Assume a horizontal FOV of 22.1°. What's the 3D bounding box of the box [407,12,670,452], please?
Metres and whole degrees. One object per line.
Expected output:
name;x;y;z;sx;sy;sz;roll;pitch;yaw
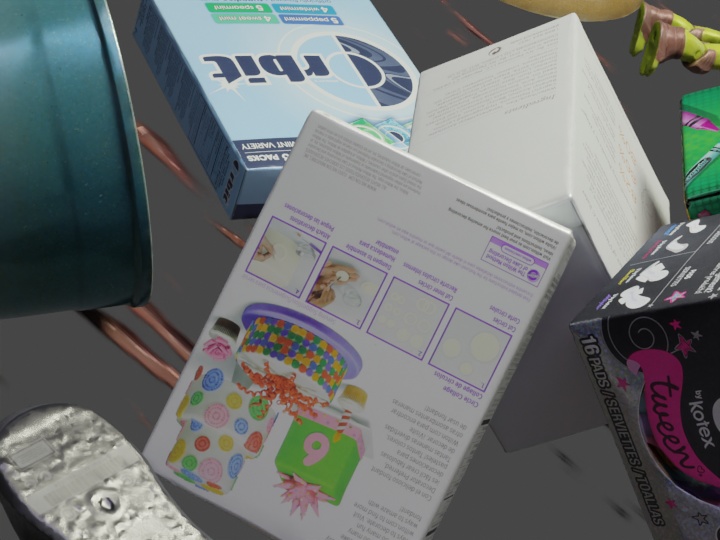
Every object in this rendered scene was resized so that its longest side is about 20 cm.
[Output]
box;0.104;-0.024;1.065;0.106;0.152;0.200;-19;31;21

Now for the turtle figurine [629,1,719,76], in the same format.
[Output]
turtle figurine;0.294;-0.158;1.414;0.161;0.064;0.200;12;37;-11

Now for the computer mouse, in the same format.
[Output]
computer mouse;-0.122;0.156;0.851;0.200;0.046;0.140;40;45;17

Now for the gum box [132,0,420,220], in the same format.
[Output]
gum box;-0.039;-0.115;1.224;0.170;0.045;0.200;-3;43;-28

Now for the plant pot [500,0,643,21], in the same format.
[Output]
plant pot;0.146;-0.272;1.522;0.200;0.028;0.200;13;38;-10

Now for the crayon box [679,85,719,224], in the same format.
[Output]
crayon box;0.240;0.003;1.078;0.058;0.200;0.119;-14;30;17

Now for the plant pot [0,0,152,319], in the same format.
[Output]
plant pot;-0.223;-0.059;0.963;0.188;0.200;0.200;-13;46;-15

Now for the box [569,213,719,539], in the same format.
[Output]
box;0.212;0.080;0.948;0.132;0.115;0.200;-40;111;-50

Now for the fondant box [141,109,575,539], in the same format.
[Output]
fondant box;0.000;0.041;0.923;0.144;0.200;0.058;27;0;9
